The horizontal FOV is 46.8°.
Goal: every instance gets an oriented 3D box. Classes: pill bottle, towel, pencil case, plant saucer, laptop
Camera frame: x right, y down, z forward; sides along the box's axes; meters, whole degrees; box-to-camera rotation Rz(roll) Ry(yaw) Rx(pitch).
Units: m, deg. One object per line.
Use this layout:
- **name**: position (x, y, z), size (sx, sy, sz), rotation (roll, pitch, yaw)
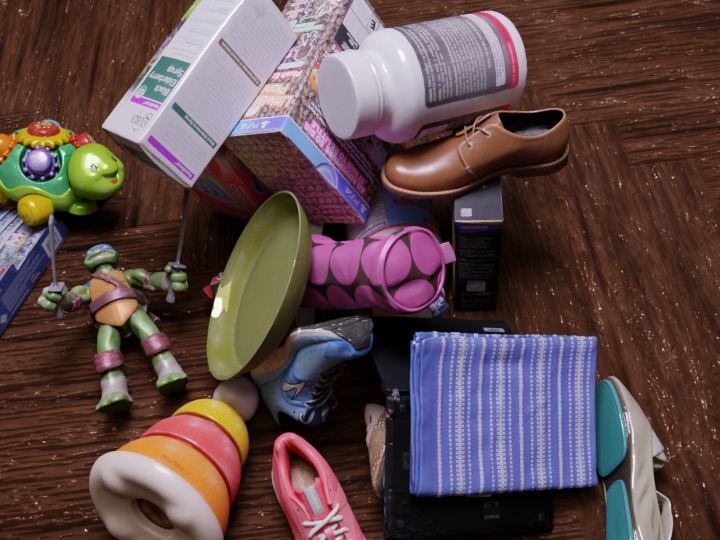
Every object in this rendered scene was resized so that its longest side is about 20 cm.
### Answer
- **pill bottle**: position (0.061, -0.192, 0.840), size (0.198, 0.112, 0.111), rotation (-18, 52, -27)
- **pill bottle**: position (0.038, -0.042, 0.957), size (0.107, 0.109, 0.202), rotation (-10, 54, -1)
- **towel**: position (0.135, 0.131, 0.765), size (0.197, 0.024, 0.147), rotation (2, 86, -20)
- **pencil case**: position (0.000, 0.000, 0.833), size (0.093, 0.092, 0.199), rotation (-35, 21, -31)
- **plant saucer**: position (-0.100, 0.018, 0.849), size (0.031, 0.200, 0.202), rotation (22, 49, -25)
- **laptop**: position (0.089, 0.147, 0.814), size (0.175, 0.103, 0.203), rotation (3, 85, -19)

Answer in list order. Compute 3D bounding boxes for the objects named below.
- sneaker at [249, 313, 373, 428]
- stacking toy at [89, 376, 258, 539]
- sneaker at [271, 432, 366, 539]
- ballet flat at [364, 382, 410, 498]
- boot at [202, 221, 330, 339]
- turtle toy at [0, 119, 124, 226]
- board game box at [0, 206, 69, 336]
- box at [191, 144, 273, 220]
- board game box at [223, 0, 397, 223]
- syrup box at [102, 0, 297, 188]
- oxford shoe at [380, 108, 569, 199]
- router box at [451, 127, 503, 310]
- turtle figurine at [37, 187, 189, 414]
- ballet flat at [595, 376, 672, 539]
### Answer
- **sneaker**: position (-0.039, 0.105, 0.826), size (0.078, 0.200, 0.091), rotation (-11, 74, -33)
- **stacking toy**: position (-0.155, 0.180, 0.827), size (0.144, 0.148, 0.200), rotation (17, 39, 18)
- **sneaker**: position (-0.038, 0.239, 0.772), size (0.073, 0.087, 0.201), rotation (-26, 55, -12)
- **ballet flat**: position (0.043, 0.141, 0.854), size (0.064, 0.071, 0.201), rotation (12, 47, 27)
- **boot**: position (-0.110, -0.014, 0.980), size (0.142, 0.073, 0.202), rotation (1, 57, 9)
- **turtle toy**: position (-0.379, -0.128, 1.047), size (0.198, 0.102, 0.146), rotation (22, 33, 22)
- **board game box**: position (-0.501, -0.010, 1.027), size (0.197, 0.062, 0.202), rotation (13, 56, 14)
- **box**: position (-0.153, -0.138, 0.984), size (0.101, 0.200, 0.096), rotation (14, 75, 16)
- **board game box**: position (-0.036, -0.179, 0.912), size (0.096, 0.159, 0.202), rotation (3, 60, 39)
- **syrup box**: position (-0.161, -0.191, 0.842), size (0.078, 0.081, 0.201), rotation (23, 75, 43)
- **oxford shoe**: position (0.114, -0.127, 0.840), size (0.197, 0.072, 0.072), rotation (-14, 55, -2)
- **router box**: position (0.130, -0.081, 0.946), size (0.051, 0.158, 0.202), rotation (0, 53, 6)
- **turtle figurine**: position (-0.260, 0.039, 0.894), size (0.143, 0.199, 0.196), rotation (-5, 66, -46)
- **ballet flat**: position (0.261, 0.198, 0.789), size (0.068, 0.070, 0.202), rotation (1, 56, 8)
